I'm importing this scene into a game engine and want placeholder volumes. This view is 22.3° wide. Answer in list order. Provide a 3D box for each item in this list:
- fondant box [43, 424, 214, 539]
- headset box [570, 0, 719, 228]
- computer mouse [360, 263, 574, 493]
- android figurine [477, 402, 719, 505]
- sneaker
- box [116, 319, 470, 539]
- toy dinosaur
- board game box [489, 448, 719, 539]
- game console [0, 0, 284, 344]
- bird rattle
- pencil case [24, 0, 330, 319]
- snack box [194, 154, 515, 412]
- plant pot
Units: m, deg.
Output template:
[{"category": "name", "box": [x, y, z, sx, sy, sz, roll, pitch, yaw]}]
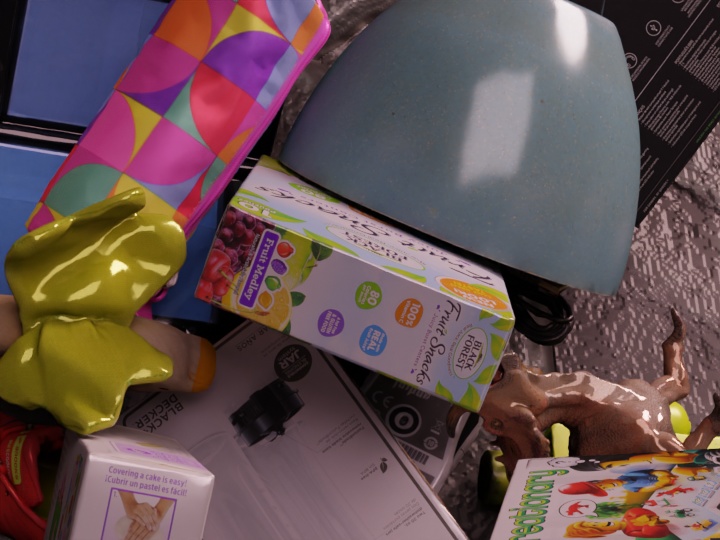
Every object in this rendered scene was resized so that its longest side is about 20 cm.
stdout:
[{"category": "fondant box", "box": [-0.119, 0.175, 0.805, 0.058, 0.144, 0.202, 11, 89, -12]}, {"category": "headset box", "box": [0.142, -0.159, 1.102, 0.199, 0.175, 0.093, 36, 15, 4]}, {"category": "computer mouse", "box": [0.036, 0.066, 1.019, 0.109, 0.044, 0.201, 26, 61, 14]}, {"category": "android figurine", "box": [0.163, 0.152, 1.021, 0.198, 0.041, 0.184, 5, 60, -13]}, {"category": "sneaker", "box": [-0.177, 0.094, 0.909, 0.198, 0.085, 0.077, 26, 56, -4]}, {"category": "box", "box": [-0.022, 0.127, 0.926, 0.116, 0.060, 0.201, -37, 71, -3]}, {"category": "toy dinosaur", "box": [0.138, 0.112, 0.966, 0.135, 0.086, 0.201, -28, 95, 9]}, {"category": "board game box", "box": [0.125, 0.121, 0.825, 0.125, 0.200, 0.035, -5, 97, 10]}, {"category": "game console", "box": [-0.136, -0.069, 0.999, 0.198, 0.174, 0.119, 8, 33, -15]}, {"category": "bird rattle", "box": [-0.160, 0.038, 0.874, 0.163, 0.198, 0.114, 26, 60, -54]}, {"category": "pencil case", "box": [-0.092, -0.074, 0.959, 0.088, 0.088, 0.201, 31, 87, 0]}, {"category": "snack box", "box": [0.000, 0.000, 0.912, 0.141, 0.200, 0.053, 21, 100, -2]}, {"category": "plant pot", "box": [0.071, -0.086, 0.991, 0.198, 0.200, 0.136, 21, 97, -7]}]
